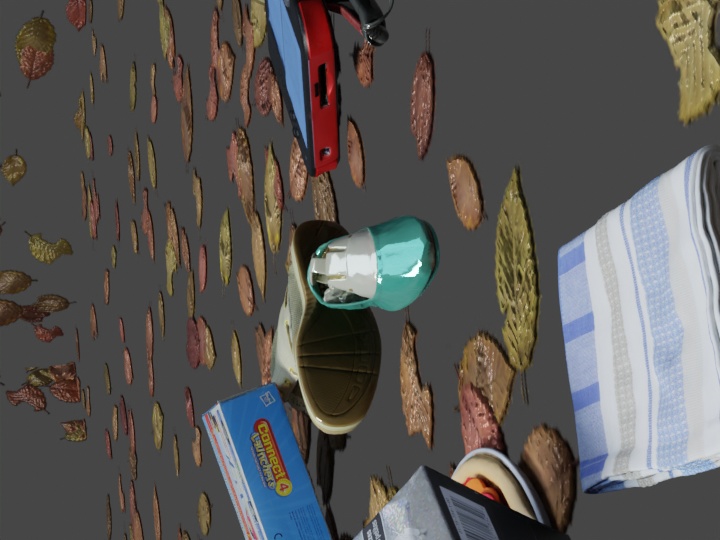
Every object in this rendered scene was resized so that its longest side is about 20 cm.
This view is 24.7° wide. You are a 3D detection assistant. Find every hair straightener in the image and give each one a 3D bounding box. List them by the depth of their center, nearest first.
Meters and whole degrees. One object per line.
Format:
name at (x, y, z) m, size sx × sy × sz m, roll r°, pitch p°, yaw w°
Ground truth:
hair straightener at (-0.009, -0.232, 1.286) m, size 0.200 × 0.040 × 0.078 m, roll -114°, pitch 26°, yaw -62°

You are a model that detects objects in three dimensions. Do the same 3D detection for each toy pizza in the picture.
toy pizza at (0.079, 0.217, 1.062) m, size 0.200 × 0.031 × 0.203 m, roll 179°, pitch 90°, yaw -71°

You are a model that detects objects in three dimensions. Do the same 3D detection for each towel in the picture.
towel at (0.145, 0.033, 0.829) m, size 0.200 × 0.023 × 0.149 m, roll 138°, pitch 128°, yaw -71°

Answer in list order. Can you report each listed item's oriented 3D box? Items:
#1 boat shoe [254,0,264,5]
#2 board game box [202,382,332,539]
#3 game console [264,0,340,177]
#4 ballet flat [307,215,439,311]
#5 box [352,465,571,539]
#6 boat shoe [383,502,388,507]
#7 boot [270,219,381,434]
boat shoe at (-0.086, -0.347, 1.499) m, size 0.063 × 0.072 × 0.204 m, roll 178°, pitch 86°, yaw -67°
board game box at (-0.080, 0.210, 1.491) m, size 0.196 × 0.055 × 0.202 m, roll 141°, pitch 109°, yaw -78°
game console at (-0.058, -0.198, 1.403) m, size 0.201 × 0.031 × 0.178 m, roll 90°, pitch 161°, yaw -54°
ballet flat at (0.000, 0.000, 1.255) m, size 0.200 × 0.069 × 0.068 m, roll 157°, pitch 109°, yaw -73°
box at (0.067, 0.228, 0.881) m, size 0.115 × 0.131 × 0.201 m, roll -49°, pitch 35°, yaw 19°
boat shoe at (0.036, 0.257, 1.186) m, size 0.071 × 0.069 × 0.202 m, roll 107°, pitch 156°, yaw -52°
boot at (-0.035, 0.080, 1.398) m, size 0.155 × 0.071 × 0.202 m, roll 107°, pitch 160°, yaw -50°
